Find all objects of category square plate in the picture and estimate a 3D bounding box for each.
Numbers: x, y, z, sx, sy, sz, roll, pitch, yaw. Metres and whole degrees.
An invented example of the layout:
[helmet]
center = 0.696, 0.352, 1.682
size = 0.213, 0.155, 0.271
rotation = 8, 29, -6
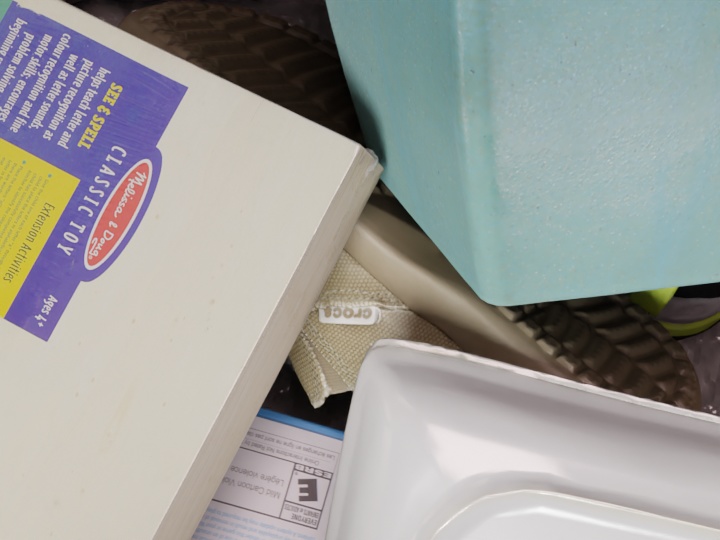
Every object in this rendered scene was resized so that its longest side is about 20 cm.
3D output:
[square plate]
center = 0.076, 0.135, 0.749
size = 0.197, 0.028, 0.201
rotation = 12, 93, 2

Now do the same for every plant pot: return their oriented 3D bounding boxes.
[plant pot]
center = 0.060, -0.103, 0.727
size = 0.141, 0.141, 0.201
rotation = -6, 117, -18

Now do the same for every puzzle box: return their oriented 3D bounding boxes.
[puzzle box]
center = -0.095, 0.031, 0.769
size = 0.133, 0.025, 0.200
rotation = 27, 85, 22

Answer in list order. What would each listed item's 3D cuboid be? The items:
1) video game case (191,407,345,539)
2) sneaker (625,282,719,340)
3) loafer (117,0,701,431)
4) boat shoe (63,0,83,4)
[video game case]
center = -0.091, 0.119, 0.791
size = 0.143, 0.018, 0.201
rotation = 16, 71, 2
[sneaker]
center = 0.128, -0.064, 0.863
size = 0.072, 0.083, 0.200
rotation = 29, 70, -2
[loafer]
center = 0.000, 0.000, 0.817
size = 0.200, 0.068, 0.076
rotation = 42, 29, 23
[boat shoe]
center = -0.043, -0.113, 0.846
size = 0.200, 0.072, 0.065
rotation = -26, 60, -23
